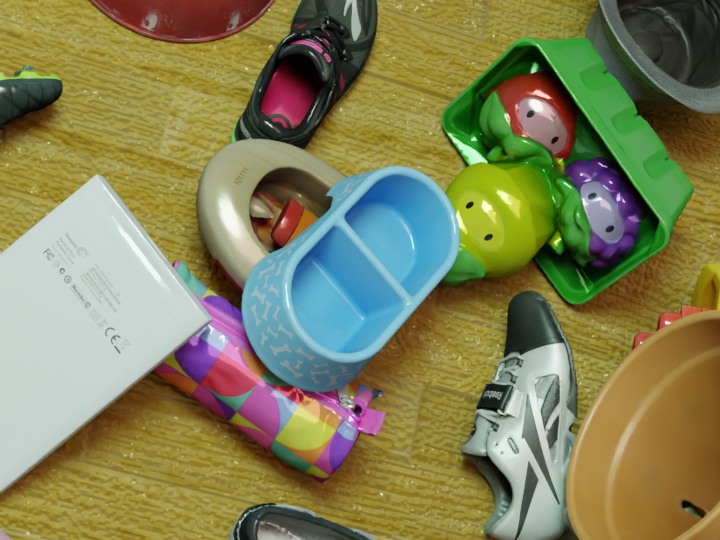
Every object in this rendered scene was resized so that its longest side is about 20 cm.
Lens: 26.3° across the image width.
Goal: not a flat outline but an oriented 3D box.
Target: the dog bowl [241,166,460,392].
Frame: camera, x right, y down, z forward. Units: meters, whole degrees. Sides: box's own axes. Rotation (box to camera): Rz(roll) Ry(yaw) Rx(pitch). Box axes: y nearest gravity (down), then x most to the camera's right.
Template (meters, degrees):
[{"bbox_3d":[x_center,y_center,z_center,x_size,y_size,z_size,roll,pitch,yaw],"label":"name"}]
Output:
[{"bbox_3d":[0.000,0.000,1.134,0.112,0.050,0.200,48,56,-8],"label":"dog bowl"}]

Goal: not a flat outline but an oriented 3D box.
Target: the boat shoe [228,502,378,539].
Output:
[{"bbox_3d":[-0.004,0.234,1.140,0.199,0.060,0.076,23,68,-9],"label":"boat shoe"}]

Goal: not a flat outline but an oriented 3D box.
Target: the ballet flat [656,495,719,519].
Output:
[{"bbox_3d":[0.251,0.186,1.230,0.199,0.071,0.071,-11,77,-25],"label":"ballet flat"}]

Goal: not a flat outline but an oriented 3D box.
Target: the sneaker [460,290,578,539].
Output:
[{"bbox_3d":[0.121,0.114,1.209,0.088,0.074,0.202,-1,77,-15],"label":"sneaker"}]

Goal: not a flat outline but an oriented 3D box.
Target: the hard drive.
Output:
[{"bbox_3d":[-0.222,0.046,1.100,0.200,0.027,0.132,-39,87,3],"label":"hard drive"}]

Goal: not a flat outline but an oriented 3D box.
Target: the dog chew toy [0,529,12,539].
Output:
[{"bbox_3d":[-0.323,0.208,1.021,0.198,0.125,0.125,19,68,-2],"label":"dog chew toy"}]

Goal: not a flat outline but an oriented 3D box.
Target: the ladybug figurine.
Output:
[{"bbox_3d":[-0.046,-0.015,1.188,0.200,0.072,0.136,39,54,-13],"label":"ladybug figurine"}]

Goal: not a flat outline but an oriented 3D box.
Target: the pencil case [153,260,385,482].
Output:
[{"bbox_3d":[-0.080,0.076,1.154,0.199,0.088,0.089,32,67,-5],"label":"pencil case"}]

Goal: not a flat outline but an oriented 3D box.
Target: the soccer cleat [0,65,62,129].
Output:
[{"bbox_3d":[-0.315,-0.100,1.151,0.199,0.067,0.082,-18,97,-21],"label":"soccer cleat"}]

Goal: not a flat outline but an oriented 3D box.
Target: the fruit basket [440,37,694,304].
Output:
[{"bbox_3d":[0.141,-0.068,1.244,0.214,0.155,0.217,16,57,-26],"label":"fruit basket"}]

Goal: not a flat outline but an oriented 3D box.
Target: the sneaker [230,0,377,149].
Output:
[{"bbox_3d":[-0.034,-0.167,1.243,0.076,0.084,0.201,27,68,-8],"label":"sneaker"}]

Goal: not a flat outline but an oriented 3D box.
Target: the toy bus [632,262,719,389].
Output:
[{"bbox_3d":[0.322,0.056,1.265,0.190,0.136,0.201,8,43,9],"label":"toy bus"}]

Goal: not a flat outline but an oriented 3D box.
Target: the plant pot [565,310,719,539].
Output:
[{"bbox_3d":[0.268,0.149,1.120,0.140,0.200,0.201,33,66,-23],"label":"plant pot"}]

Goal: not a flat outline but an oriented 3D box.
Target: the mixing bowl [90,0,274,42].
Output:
[{"bbox_3d":[-0.140,-0.296,1.237,0.198,0.108,0.202,5,73,-16],"label":"mixing bowl"}]

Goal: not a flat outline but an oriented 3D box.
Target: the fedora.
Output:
[{"bbox_3d":[0.253,-0.199,1.333,0.177,0.090,0.200,45,49,-4],"label":"fedora"}]
